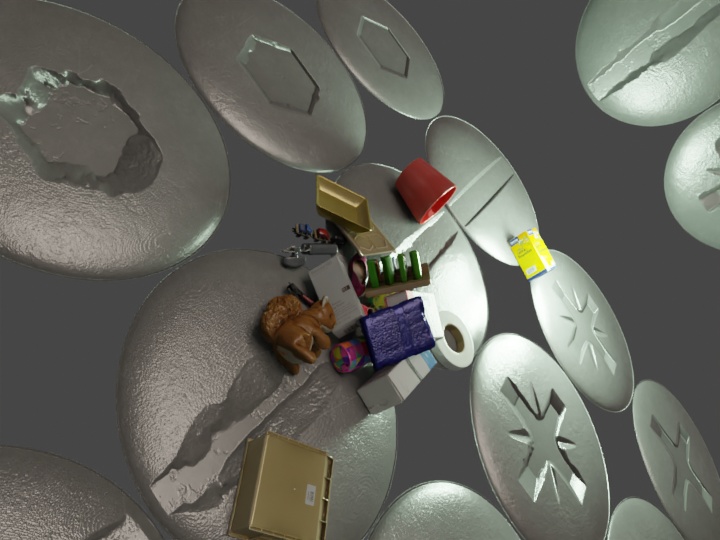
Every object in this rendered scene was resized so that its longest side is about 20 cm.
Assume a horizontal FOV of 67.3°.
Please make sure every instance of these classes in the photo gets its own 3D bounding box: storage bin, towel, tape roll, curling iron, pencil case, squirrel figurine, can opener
[{"bbox_3d":[-0.166,0.488,1.189,0.196,0.093,0.204,29,47,-27],"label":"storage bin"},{"bbox_3d":[0.099,0.169,1.469,0.195,0.049,0.152,-17,89,-23],"label":"towel"},{"bbox_3d":[0.307,0.237,1.839,0.199,0.037,0.208,23,50,-30],"label":"tape roll"},{"bbox_3d":[-0.134,0.100,1.516,0.199,0.025,0.050,43,11,-28],"label":"curling iron"},{"bbox_3d":[0.009,0.228,1.531,0.197,0.088,0.090,-10,70,-44],"label":"pencil case"},{"bbox_3d":[-0.155,0.131,1.384,0.199,0.142,0.188,39,56,1],"label":"squirrel figurine"},{"bbox_3d":[-0.152,-0.045,1.595,0.196,0.052,0.069,-3,97,-45],"label":"can opener"}]

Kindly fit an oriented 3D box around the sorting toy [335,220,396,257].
[{"bbox_3d":[0.007,-0.114,1.760,0.197,0.037,0.186,-4,49,-49],"label":"sorting toy"}]

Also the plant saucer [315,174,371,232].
[{"bbox_3d":[-0.064,-0.202,1.725,0.196,0.049,0.202,24,31,-20],"label":"plant saucer"}]

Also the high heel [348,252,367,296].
[{"bbox_3d":[0.000,0.000,1.657,0.066,0.096,0.203,31,47,-11],"label":"high heel"}]

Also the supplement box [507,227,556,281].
[{"bbox_3d":[0.768,-0.071,2.420,0.107,0.109,0.204,-14,73,-46],"label":"supplement box"}]

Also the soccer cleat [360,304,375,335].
[{"bbox_3d":[0.003,0.122,1.548,0.067,0.075,0.199,-7,38,-43],"label":"soccer cleat"}]

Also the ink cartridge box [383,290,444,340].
[{"bbox_3d":[0.164,0.144,1.628,0.198,0.083,0.150,10,64,-59],"label":"ink cartridge box"}]

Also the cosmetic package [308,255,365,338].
[{"bbox_3d":[-0.064,0.073,1.510,0.203,0.100,0.074,63,5,27],"label":"cosmetic package"}]

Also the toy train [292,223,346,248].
[{"bbox_3d":[-0.121,-0.107,1.652,0.196,0.046,0.035,13,55,-37],"label":"toy train"}]

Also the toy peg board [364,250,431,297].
[{"bbox_3d":[0.106,-0.012,1.626,0.200,0.194,0.101,-71,149,-74],"label":"toy peg board"}]

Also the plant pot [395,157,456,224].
[{"bbox_3d":[0.235,-0.307,2.024,0.178,0.201,0.199,49,41,10],"label":"plant pot"}]

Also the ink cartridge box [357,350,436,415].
[{"bbox_3d":[0.104,0.300,1.524,0.087,0.146,0.199,56,41,2],"label":"ink cartridge box"}]

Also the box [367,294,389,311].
[{"bbox_3d":[0.099,0.138,1.701,0.201,0.048,0.118,48,42,-12],"label":"box"}]
